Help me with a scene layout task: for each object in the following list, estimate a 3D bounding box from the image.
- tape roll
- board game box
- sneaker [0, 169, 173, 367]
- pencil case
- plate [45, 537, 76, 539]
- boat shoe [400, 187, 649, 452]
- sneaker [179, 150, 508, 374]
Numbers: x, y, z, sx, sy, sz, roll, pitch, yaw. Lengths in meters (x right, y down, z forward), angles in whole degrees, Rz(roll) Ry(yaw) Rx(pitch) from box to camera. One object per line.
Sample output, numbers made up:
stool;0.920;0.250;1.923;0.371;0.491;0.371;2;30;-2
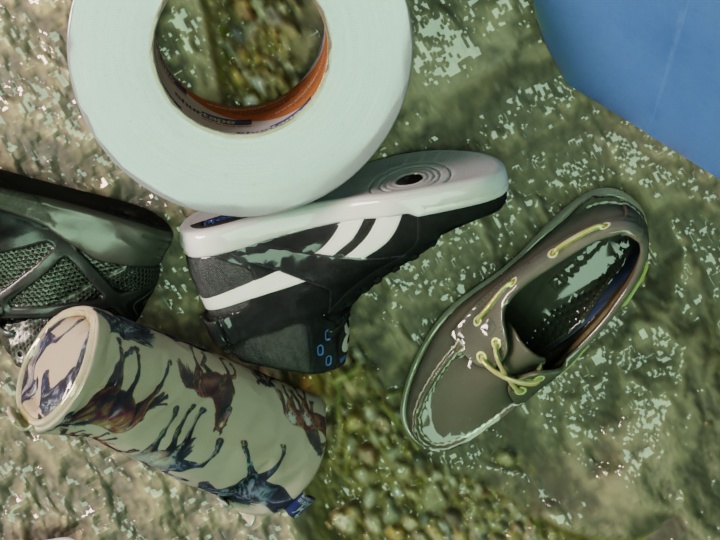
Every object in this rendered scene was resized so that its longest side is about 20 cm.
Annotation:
tape roll;-0.070;-0.136;1.662;0.199;0.066;0.201;-1;109;-3
board game box;0.191;-0.139;1.645;0.200;0.039;0.158;34;145;18
sneaker;-0.220;-0.003;1.690;0.198;0.076;0.115;17;100;-14
pencil case;-0.112;0.086;1.687;0.199;0.078;0.090;25;91;-37
plate;-0.253;0.269;1.799;0.199;0.032;0.201;-10;107;0
boat shoe;0.098;0.036;1.728;0.072;0.060;0.202;40;102;-14
sneaker;0.000;0.000;1.712;0.199;0.073;0.112;-11;112;9
